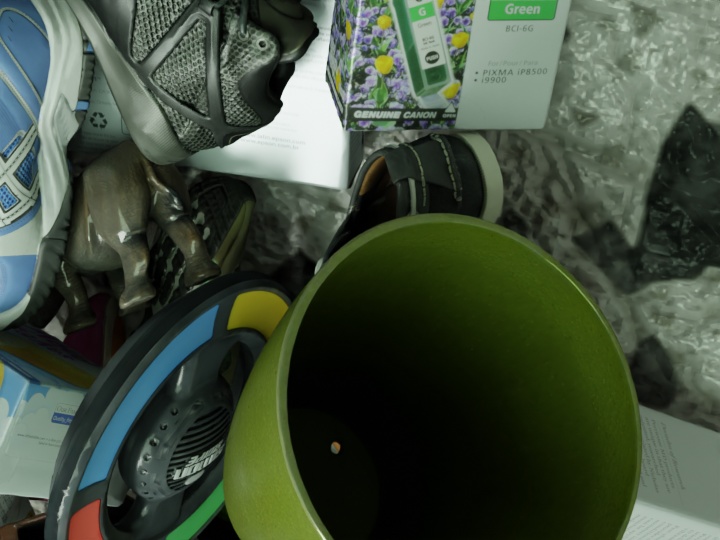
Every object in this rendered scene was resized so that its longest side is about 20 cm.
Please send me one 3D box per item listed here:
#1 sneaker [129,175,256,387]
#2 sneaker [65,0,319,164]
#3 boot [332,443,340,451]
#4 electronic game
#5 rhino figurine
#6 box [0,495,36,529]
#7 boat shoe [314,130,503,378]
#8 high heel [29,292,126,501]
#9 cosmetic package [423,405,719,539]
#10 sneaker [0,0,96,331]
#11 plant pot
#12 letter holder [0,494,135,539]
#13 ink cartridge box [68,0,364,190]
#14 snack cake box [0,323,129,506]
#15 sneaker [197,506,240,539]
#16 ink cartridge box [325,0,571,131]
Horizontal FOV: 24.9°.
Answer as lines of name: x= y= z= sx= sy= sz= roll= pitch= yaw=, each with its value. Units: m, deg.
sneaker: x=-0.084 y=0.026 z=0.979 sx=0.088 sy=0.077 sz=0.201 roll=3 pitch=131 yaw=-25
sneaker: x=-0.088 y=-0.147 z=0.784 sx=0.113 sy=0.077 sz=0.200 roll=-12 pitch=123 yaw=22
boot: x=0.071 y=0.096 z=0.959 sx=0.198 sy=0.077 sz=0.156 roll=-10 pitch=120 yaw=26
electronic game: x=-0.100 y=0.090 z=0.901 sx=0.041 sy=0.200 sz=0.201 roll=31 pitch=131 yaw=22
rhino figurine: x=-0.155 y=-0.013 z=0.928 sx=0.199 sy=0.059 sz=0.088 roll=-20 pitch=87 yaw=52
box: x=-0.234 y=0.152 z=1.031 sx=0.041 sy=0.039 sz=0.200 roll=20 pitch=158 yaw=5
boat shoe: x=0.000 y=0.000 z=0.869 sx=0.072 sy=0.067 sz=0.200 roll=59 pitch=140 yaw=23
high heel: x=-0.205 y=0.078 z=1.041 sx=0.095 sy=0.068 sz=0.201 roll=16 pitch=139 yaw=-2
cosmetic package: x=0.144 y=0.132 z=0.917 sx=0.199 sy=0.072 sz=0.101 roll=21 pitch=133 yaw=-35
sneaker: x=-0.195 y=-0.058 z=0.861 sx=0.076 sy=0.076 sz=0.202 roll=-6 pitch=122 yaw=-31
plant pot: x=0.007 y=0.091 z=0.813 sx=0.187 sy=0.188 sz=0.200 roll=37 pitch=152 yaw=-11
letter holder: x=-0.132 y=0.218 z=1.055 sx=0.141 sy=0.101 sz=0.200 roll=-18 pitch=154 yaw=-6
ink cartridge box: x=-0.094 y=-0.147 z=0.857 sx=0.197 sy=0.041 sz=0.202 roll=9 pitch=127 yaw=11
snack cake box: x=-0.225 y=0.059 z=0.944 sx=0.199 sy=0.115 sz=0.068 roll=27 pitch=95 yaw=34
sneaker: x=-0.053 y=0.169 z=1.043 sx=0.199 sy=0.089 sz=0.079 roll=26 pitch=128 yaw=-6
ink cartridge box: x=0.049 y=-0.162 z=0.773 sx=0.108 sy=0.051 sz=0.201 roll=-2 pitch=129 yaw=-13
